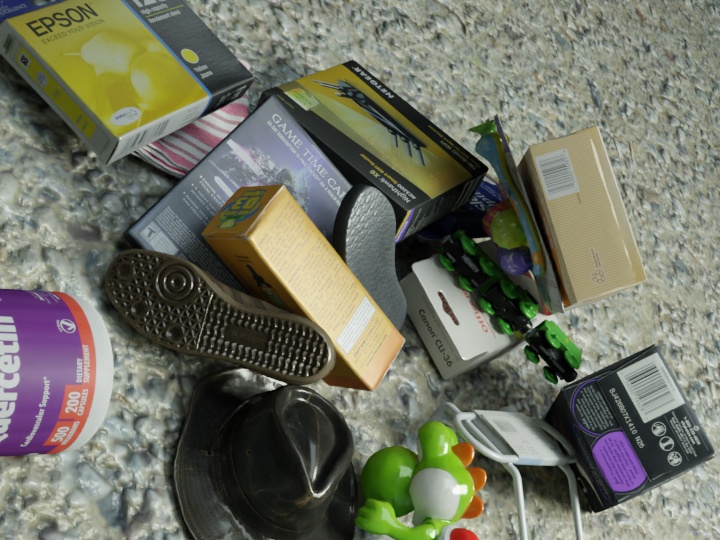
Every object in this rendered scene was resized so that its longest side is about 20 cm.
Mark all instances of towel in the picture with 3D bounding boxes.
[{"bbox_3d":[-0.165,-0.166,1.125,0.146,0.030,0.201,25,44,-33],"label":"towel"}]

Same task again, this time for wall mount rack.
[{"bbox_3d":[0.148,0.198,1.086,0.200,0.075,0.174,13,28,-53],"label":"wall mount rack"}]

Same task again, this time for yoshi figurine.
[{"bbox_3d":[0.045,0.231,0.991,0.111,0.112,0.201,6,66,-11],"label":"yoshi figurine"}]

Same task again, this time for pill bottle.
[{"bbox_3d":[-0.268,0.066,0.751,0.199,0.112,0.113,5,57,-45],"label":"pill bottle"}]

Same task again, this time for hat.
[{"bbox_3d":[-0.053,0.154,0.940,0.200,0.081,0.201,29,43,-31],"label":"hat"}]

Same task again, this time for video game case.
[{"bbox_3d":[-0.095,-0.044,1.039,0.143,0.019,0.200,49,58,-13],"label":"video game case"}]

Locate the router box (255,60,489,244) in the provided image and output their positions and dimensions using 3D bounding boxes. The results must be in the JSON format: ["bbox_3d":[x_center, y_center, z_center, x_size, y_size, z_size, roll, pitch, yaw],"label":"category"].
[{"bbox_3d":[0.009,-0.125,1.193,0.200,0.052,0.157,40,39,16],"label":"router box"}]

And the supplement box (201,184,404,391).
[{"bbox_3d":[-0.046,0.017,1.004,0.200,0.066,0.069,51,59,-33],"label":"supplement box"}]

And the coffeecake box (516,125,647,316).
[{"bbox_3d":[0.211,-0.042,1.173,0.200,0.073,0.154,79,-5,-84],"label":"coffeecake box"}]

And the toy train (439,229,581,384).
[{"bbox_3d":[0.154,0.034,1.188,0.200,0.042,0.056,47,26,-8],"label":"toy train"}]

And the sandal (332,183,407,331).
[{"bbox_3d":[0.000,0.001,1.078,0.043,0.201,0.076,25,57,27],"label":"sandal"}]

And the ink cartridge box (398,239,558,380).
[{"bbox_3d":[0.113,0.039,1.229,0.200,0.067,0.117,-13,71,-53],"label":"ink cartridge box"}]

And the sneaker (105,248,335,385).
[{"bbox_3d":[-0.115,0.045,0.964,0.199,0.071,0.076,25,-6,5],"label":"sneaker"}]

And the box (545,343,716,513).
[{"bbox_3d":[0.265,0.165,1.176,0.200,0.106,0.123,75,-10,-75],"label":"box"}]

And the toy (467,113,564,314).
[{"bbox_3d":[0.145,-0.052,1.158,0.115,0.047,0.201,-91,165,-86],"label":"toy"}]

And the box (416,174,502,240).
[{"bbox_3d":[0.104,-0.077,1.290,0.199,0.033,0.121,-6,35,-45],"label":"box"}]

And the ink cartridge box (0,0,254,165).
[{"bbox_3d":[-0.223,-0.206,1.047,0.200,0.047,0.198,48,41,3],"label":"ink cartridge box"}]
